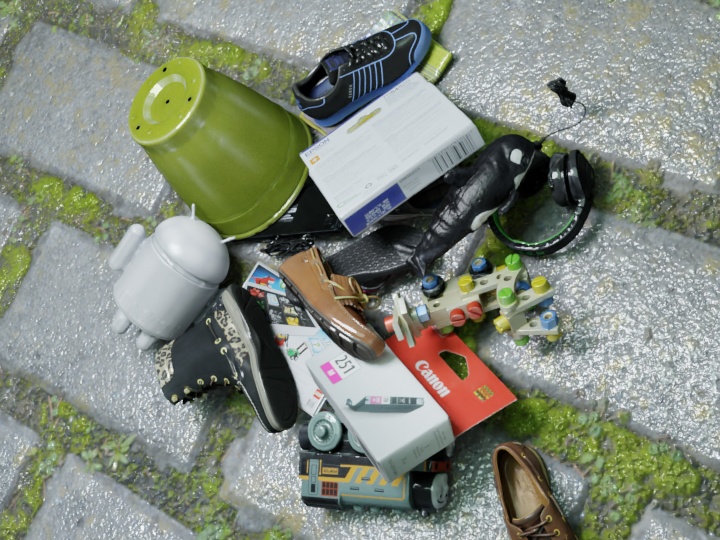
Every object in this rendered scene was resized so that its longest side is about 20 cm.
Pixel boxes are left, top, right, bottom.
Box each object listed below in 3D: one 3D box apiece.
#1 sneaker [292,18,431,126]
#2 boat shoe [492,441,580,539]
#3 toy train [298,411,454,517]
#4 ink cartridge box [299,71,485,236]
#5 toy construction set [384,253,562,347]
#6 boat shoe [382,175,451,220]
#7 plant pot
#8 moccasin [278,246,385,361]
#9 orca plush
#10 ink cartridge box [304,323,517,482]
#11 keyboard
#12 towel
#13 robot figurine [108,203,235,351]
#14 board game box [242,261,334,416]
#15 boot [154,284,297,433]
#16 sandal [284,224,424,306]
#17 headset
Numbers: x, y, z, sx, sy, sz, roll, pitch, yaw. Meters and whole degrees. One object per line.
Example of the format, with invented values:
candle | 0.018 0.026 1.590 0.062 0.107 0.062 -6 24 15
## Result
sneaker | 0.001 -0.269 1.469 0.199 0.078 0.071 -37 58 10
boat shoe | 0.187 0.277 1.196 0.071 0.067 0.202 -29 61 15
toy train | 0.016 0.224 1.304 0.198 0.085 0.116 -1 83 25
ink cartridge box | 0.034 -0.150 1.399 0.199 0.041 0.200 -35 33 2
toy construction set | 0.125 0.044 1.284 0.197 0.093 0.132 -8 36 2
boat shoe | 0.070 -0.098 1.400 0.198 0.066 0.071 13 77 31
plant pot | -0.197 -0.174 1.475 0.198 0.193 0.203 -18 56 28
moccasin | -0.024 0.035 1.321 0.077 0.074 0.201 -38 36 -5
orca plush | 0.110 -0.091 1.286 0.199 0.071 0.106 -39 32 17
ink cartridge box | 0.053 0.125 1.270 0.172 0.044 0.200 -31 39 -10
keyboard | -0.093 -0.058 1.490 0.198 0.040 0.105 -3 57 38
towel | 0.020 -0.247 1.510 0.200 0.023 0.144 -48 57 4
robot figurine | -0.250 0.011 1.489 0.201 0.169 0.113 -51 17 15
board game box | -0.090 0.088 1.432 0.199 0.035 0.127 31 88 33
boot | -0.170 0.139 1.400 0.153 0.073 0.205 -35 61 20
sandal | 0.000 0.000 1.408 0.198 0.045 0.076 -21 42 16
headset | 0.216 -0.120 1.316 0.122 0.094 0.202 15 80 31
